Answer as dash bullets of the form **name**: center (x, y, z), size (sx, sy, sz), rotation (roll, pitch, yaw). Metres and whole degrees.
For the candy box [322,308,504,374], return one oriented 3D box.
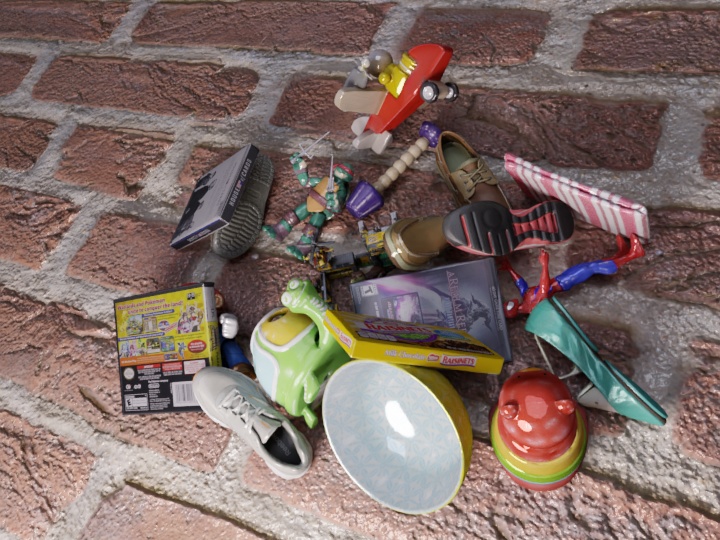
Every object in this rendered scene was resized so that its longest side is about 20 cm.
- **candy box**: center (0.063, 0.085, 0.700), size (0.102, 0.199, 0.027), rotation (32, 109, 64)

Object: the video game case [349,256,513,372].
- **video game case**: center (0.095, 0.069, 0.798), size (0.199, 0.019, 0.143), rotation (-11, 94, 11)

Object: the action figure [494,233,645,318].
- **action figure**: center (0.268, -0.010, 0.795), size (0.200, 0.065, 0.099), rotation (-32, 90, -1)

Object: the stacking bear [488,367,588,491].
- **stacking bear**: center (0.196, 0.171, 0.647), size (0.121, 0.200, 0.114), rotation (-3, 60, 16)

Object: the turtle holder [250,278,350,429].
- **turtle holder**: center (-0.082, 0.109, 0.778), size (0.132, 0.186, 0.141), rotation (33, 74, 21)

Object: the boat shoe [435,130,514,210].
- **boat shoe**: center (0.170, -0.140, 0.908), size (0.075, 0.074, 0.200), rotation (-31, 57, 0)

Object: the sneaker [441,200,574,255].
- **sneaker**: center (0.194, -0.049, 0.805), size (0.199, 0.087, 0.074), rotation (-3, 80, -22)

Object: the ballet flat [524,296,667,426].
- **ballet flat**: center (0.281, 0.125, 0.726), size (0.070, 0.067, 0.200), rotation (-45, 69, 15)

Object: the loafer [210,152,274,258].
- **loafer**: center (-0.209, -0.110, 1.027), size (0.070, 0.075, 0.201), rotation (-11, 54, 55)

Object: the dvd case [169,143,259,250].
- **dvd case**: center (-0.255, -0.123, 1.008), size (0.200, 0.025, 0.151), rotation (-15, 51, 48)

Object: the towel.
- **towel**: center (0.300, -0.100, 0.800), size (0.200, 0.146, 0.030), rotation (30, 95, 29)

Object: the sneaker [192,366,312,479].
- **sneaker**: center (-0.138, 0.193, 0.768), size (0.200, 0.092, 0.076), rotation (39, 69, 2)

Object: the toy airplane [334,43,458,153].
- **toy airplane**: center (0.047, -0.291, 0.959), size (0.199, 0.200, 0.141), rotation (-28, 84, -3)

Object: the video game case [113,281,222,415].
- **video game case**: center (-0.289, 0.120, 0.871), size (0.199, 0.025, 0.182), rotation (-10, 84, 29)

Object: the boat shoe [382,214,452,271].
- **boat shoe**: center (0.099, -0.051, 0.809), size (0.076, 0.200, 0.072), rotation (-25, 90, 29)

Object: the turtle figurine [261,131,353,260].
- **turtle figurine**: center (-0.069, -0.121, 0.961), size (0.200, 0.101, 0.150), rotation (-55, 43, 2)

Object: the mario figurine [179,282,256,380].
- **mario figurine**: center (-0.243, 0.100, 0.887), size (0.123, 0.106, 0.200), rotation (-29, 59, -11)

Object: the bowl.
- **bowl**: center (0.062, 0.184, 0.727), size (0.200, 0.201, 0.108), rotation (27, 29, 29)

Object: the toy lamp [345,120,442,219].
- **toy lamp**: center (0.055, -0.165, 0.971), size (0.058, 0.058, 0.200), rotation (36, 75, 31)

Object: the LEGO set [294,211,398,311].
- **LEGO set**: center (0.000, 0.000, 0.858), size (0.199, 0.116, 0.154), rotation (-7, 60, 15)
